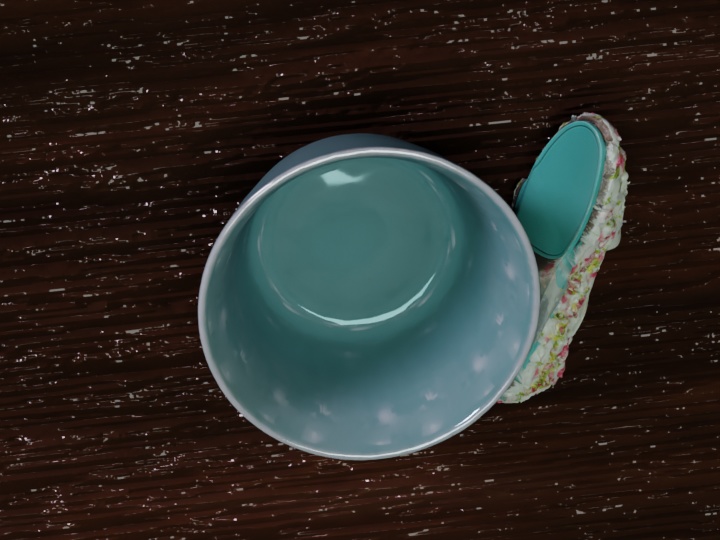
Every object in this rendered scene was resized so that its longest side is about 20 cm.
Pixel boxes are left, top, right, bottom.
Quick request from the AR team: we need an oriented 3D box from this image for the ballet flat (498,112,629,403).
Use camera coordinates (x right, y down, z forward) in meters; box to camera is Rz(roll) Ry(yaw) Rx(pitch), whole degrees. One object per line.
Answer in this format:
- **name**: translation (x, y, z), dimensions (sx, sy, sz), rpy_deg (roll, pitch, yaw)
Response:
- **ballet flat**: translation (0.120, -0.008, 1.784), dimensions (0.064, 0.076, 0.201), rpy_deg (-1, 126, -41)

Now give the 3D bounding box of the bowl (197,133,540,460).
- **bowl**: translation (0.000, 0.000, 1.743), dimensions (0.200, 0.105, 0.202), rpy_deg (-3, 116, -6)
